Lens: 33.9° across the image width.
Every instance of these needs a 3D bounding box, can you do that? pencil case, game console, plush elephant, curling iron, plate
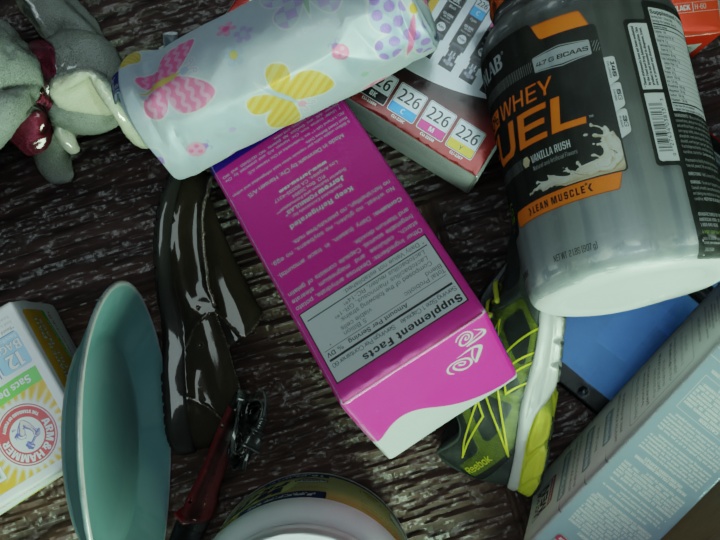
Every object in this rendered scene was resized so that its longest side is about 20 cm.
[{"bbox_3d":[-0.051,-0.133,0.727,0.199,0.083,0.091,-24,47,11],"label":"pencil case"},{"bbox_3d":[0.208,0.018,0.786,0.200,0.172,0.119,39,61,1],"label":"game console"},{"bbox_3d":[-0.226,-0.116,0.783,0.154,0.165,0.200,16,125,-34],"label":"plush elephant"},{"bbox_3d":[-0.109,0.163,0.786,0.025,0.050,0.201,21,111,-16],"label":"curling iron"},{"bbox_3d":[-0.153,0.107,0.735,0.025,0.200,0.202,-3,87,4],"label":"plate"}]

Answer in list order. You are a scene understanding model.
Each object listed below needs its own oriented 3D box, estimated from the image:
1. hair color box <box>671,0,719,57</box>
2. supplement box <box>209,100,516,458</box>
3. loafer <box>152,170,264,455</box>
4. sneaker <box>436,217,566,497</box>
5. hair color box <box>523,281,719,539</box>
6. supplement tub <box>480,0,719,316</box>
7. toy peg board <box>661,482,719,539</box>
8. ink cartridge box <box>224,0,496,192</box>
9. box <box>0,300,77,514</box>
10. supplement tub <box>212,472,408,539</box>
[{"bbox_3d":[0.192,-0.245,0.805,0.061,0.102,0.202,-6,86,-1],"label":"hair color box"},{"bbox_3d":[0.000,0.000,0.747,0.103,0.101,0.201,-31,58,2],"label":"supplement box"},{"bbox_3d":[-0.101,0.023,0.809,0.071,0.073,0.202,-3,96,-4],"label":"loafer"},{"bbox_3d":[0.091,0.056,0.781,0.084,0.074,0.202,6,106,9],"label":"sneaker"},{"bbox_3d":[0.189,0.109,0.751,0.061,0.099,0.200,38,112,1],"label":"hair color box"},{"bbox_3d":[0.139,-0.083,0.694,0.121,0.123,0.202,-10,75,-1],"label":"supplement tub"},{"bbox_3d":[0.221,0.243,0.738,0.200,0.199,0.098,-39,105,1],"label":"toy peg board"},{"bbox_3d":[0.038,-0.183,0.809,0.199,0.084,0.176,31,87,2],"label":"ink cartridge box"},{"bbox_3d":[-0.273,0.117,0.782,0.199,0.101,0.113,-32,87,-2],"label":"box"},{"bbox_3d":[-0.033,0.206,0.729,0.143,0.200,0.146,0,87,-1],"label":"supplement tub"}]
